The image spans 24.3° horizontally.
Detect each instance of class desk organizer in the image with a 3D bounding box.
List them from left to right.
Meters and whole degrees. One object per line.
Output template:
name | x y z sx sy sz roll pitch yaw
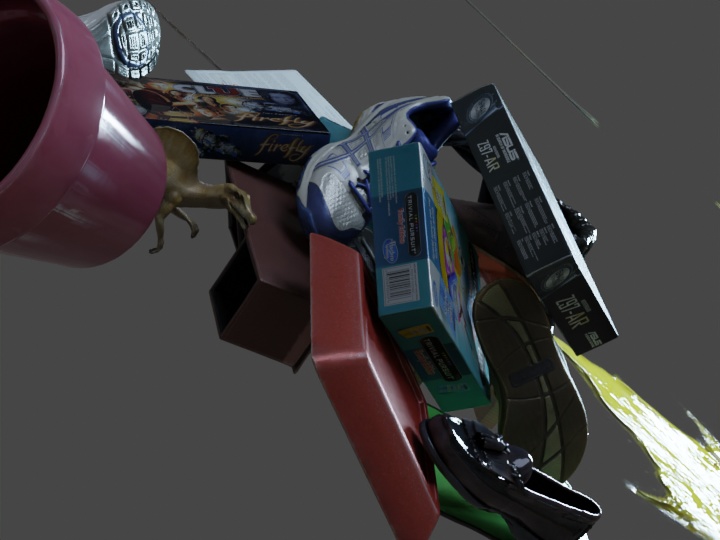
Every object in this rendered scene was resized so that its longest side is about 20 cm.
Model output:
desk organizer | -0.086 -0.010 1.430 0.077 0.072 0.200 23 26 -27

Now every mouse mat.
mouse mat | 0.118 0.189 1.437 0.200 0.008 0.161 31 23 -21

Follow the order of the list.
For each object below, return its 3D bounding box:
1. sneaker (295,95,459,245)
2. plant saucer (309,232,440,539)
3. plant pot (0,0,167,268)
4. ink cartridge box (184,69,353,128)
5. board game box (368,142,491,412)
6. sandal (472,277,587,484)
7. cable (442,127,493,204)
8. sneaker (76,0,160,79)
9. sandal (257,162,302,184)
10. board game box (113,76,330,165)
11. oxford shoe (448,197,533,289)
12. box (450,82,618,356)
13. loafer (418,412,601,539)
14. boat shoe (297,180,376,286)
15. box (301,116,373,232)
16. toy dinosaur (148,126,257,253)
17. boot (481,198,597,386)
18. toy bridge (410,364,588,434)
sneaker | 0.017 -0.094 1.451 0.075 0.088 0.200 56 45 -24
plant saucer | 0.014 0.090 1.290 0.200 0.037 0.200 -94 161 -61
plant pot | -0.241 -0.090 1.210 0.200 0.200 0.179 53 11 33
ink cartridge box | -0.083 -0.142 1.737 0.163 0.057 0.200 46 32 19
board game box | 0.060 0.009 1.398 0.200 0.047 0.151 56 27 -58
sandal | 0.142 0.097 1.440 0.054 0.080 0.201 -128 -160 -75
cable | 0.088 -0.083 1.670 0.051 0.200 0.163 -42 92 -26
sneaker | -0.254 -0.200 1.482 0.087 0.075 0.200 10 22 32
sandal | -0.034 -0.078 1.641 0.200 0.075 0.045 9 37 -55
board game box | -0.140 -0.136 1.506 0.199 0.035 0.136 3 21 -18
oxford shoe | 0.115 -0.037 1.611 0.200 0.073 0.071 40 -10 31
box | 0.153 -0.044 1.469 0.160 0.043 0.200 52 15 -54
loafer | 0.122 0.162 1.336 0.200 0.063 0.072 43 21 -39
boat shoe | 0.000 0.000 1.489 0.071 0.072 0.200 -17 67 -13
box | 0.019 -0.052 1.582 0.200 0.049 0.082 50 -8 -28
toy dinosaur | -0.183 -0.080 1.373 0.200 0.101 0.058 30 23 -18
boot | 0.176 0.033 1.628 0.079 0.158 0.211 26 24 -28
toy bridge | 0.131 0.113 1.526 0.200 0.067 0.027 27 24 -25
